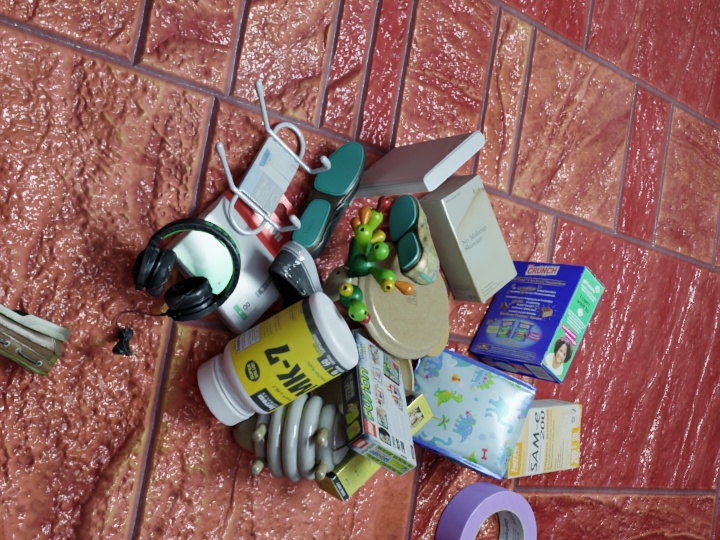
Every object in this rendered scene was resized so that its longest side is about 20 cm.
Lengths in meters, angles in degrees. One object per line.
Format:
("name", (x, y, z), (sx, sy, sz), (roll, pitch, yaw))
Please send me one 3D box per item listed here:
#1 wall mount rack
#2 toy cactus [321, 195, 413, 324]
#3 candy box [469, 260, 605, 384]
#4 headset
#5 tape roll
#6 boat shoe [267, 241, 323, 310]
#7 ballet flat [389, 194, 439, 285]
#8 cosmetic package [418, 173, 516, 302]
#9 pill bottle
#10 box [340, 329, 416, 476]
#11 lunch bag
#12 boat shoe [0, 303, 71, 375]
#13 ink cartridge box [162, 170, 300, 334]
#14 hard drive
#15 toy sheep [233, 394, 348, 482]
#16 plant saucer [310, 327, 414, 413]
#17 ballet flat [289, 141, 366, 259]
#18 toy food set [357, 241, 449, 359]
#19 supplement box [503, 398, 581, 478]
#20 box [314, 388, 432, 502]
("wall mount rack", (-0.131, -0.155, 1.016), (0.174, 0.074, 0.201), (43, 57, -32))
("toy cactus", (0.000, 0.000, 1.073), (0.102, 0.165, 0.201), (17, 56, -28))
("candy box", (0.314, 0.086, 1.296), (0.077, 0.169, 0.201), (40, 70, -33))
("headset", (-0.243, 0.025, 0.927), (0.200, 0.094, 0.123), (-42, 111, 12))
("tape roll", (0.229, 0.494, 1.318), (0.199, 0.066, 0.201), (-1, 92, -35))
("boat shoe", (-0.086, 0.050, 1.048), (0.066, 0.070, 0.201), (-48, 144, -29))
("ballet flat", (0.087, -0.046, 1.144), (0.070, 0.200, 0.071), (-2, 126, -3))
("cosmetic package", (0.186, -0.055, 1.261), (0.103, 0.073, 0.201), (-36, 112, -28))
("pill bottle", (-0.113, 0.124, 0.988), (0.199, 0.114, 0.115), (-30, 113, 9))
("box", (0.022, 0.189, 1.057), (0.110, 0.035, 0.200), (37, 27, -29))
("lunch bag", (0.169, 0.238, 1.233), (0.199, 0.127, 0.171), (25, 76, -3))
("boat shoe", (-0.439, 0.065, 0.833), (0.200, 0.072, 0.068), (29, 75, -32))
("ink cartridge box", (-0.158, -0.035, 1.039), (0.200, 0.050, 0.161), (-47, 116, -22))
("hard drive", (0.078, -0.158, 1.104), (0.132, 0.200, 0.026), (-42, 113, -26))
("toy sheep", (-0.084, 0.239, 1.035), (0.199, 0.138, 0.139), (7, 87, 6))
("plant saucer", (-0.002, 0.190, 1.162), (0.199, 0.035, 0.201), (-2, 93, -34))
("ballet flat", (-0.049, -0.102, 1.100), (0.201, 0.068, 0.068), (-61, 161, -18))
("toy food set", (0.069, 0.046, 1.176), (0.199, 0.049, 0.199), (-2, 78, -39))
("supplement box", (0.328, 0.315, 1.372), (0.199, 0.073, 0.127), (3, 90, -34))
("box", (0.016, 0.261, 1.113), (0.200, 0.075, 0.050), (-39, 115, -28))
